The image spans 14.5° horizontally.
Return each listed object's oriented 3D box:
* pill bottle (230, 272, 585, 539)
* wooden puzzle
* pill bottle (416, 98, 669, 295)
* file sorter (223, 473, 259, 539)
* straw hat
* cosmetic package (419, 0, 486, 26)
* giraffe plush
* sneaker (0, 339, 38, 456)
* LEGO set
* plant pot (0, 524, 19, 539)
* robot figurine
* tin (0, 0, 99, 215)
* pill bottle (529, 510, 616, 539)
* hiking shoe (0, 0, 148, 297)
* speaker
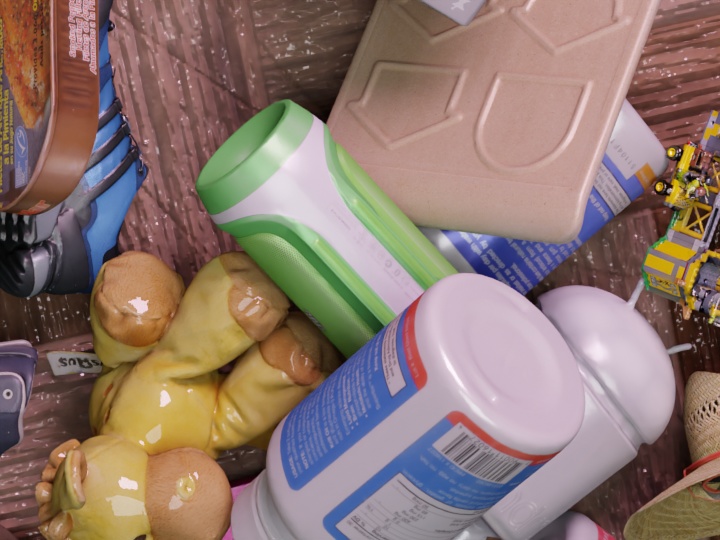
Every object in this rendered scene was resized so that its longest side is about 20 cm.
[{"bbox_3d":[0.019,0.099,1.534,0.112,0.112,0.200,39,126,-14],"label":"pill bottle"},{"bbox_3d":[0.080,-0.113,1.635,0.046,0.185,0.200,40,64,-52],"label":"wooden puzzle"},{"bbox_3d":[0.076,-0.040,1.691,0.200,0.112,0.112,-41,104,2],"label":"pill bottle"},{"bbox_3d":[-0.039,0.235,1.728,0.139,0.125,0.200,-15,104,-5],"label":"file sorter"},{"bbox_3d":[0.239,0.096,1.733,0.201,0.201,0.085,-15,73,-4],"label":"straw hat"},{"bbox_3d":[0.046,-0.238,1.595,0.107,0.200,0.090,28,122,-15],"label":"cosmetic package"},{"bbox_3d":[-0.120,0.101,1.633,0.200,0.162,0.173,-15,129,32],"label":"giraffe plush"},{"bbox_3d":[-0.269,0.035,1.670,0.146,0.077,0.203,-11,113,6],"label":"sneaker"},{"bbox_3d":[0.275,-0.016,1.687,0.200,0.116,0.154,26,89,-45],"label":"LEGO set"},{"bbox_3d":[-0.282,0.245,1.649,0.200,0.175,0.201,1,98,6],"label":"plant pot"},{"bbox_3d":[0.109,0.087,1.723,0.200,0.113,0.170,-39,143,2],"label":"robot figurine"},{"bbox_3d":[-0.192,-0.130,1.618,0.042,0.112,0.200,9,75,-41],"label":"tin"},{"bbox_3d":[0.174,0.248,1.769,0.200,0.109,0.109,38,95,-14],"label":"pill bottle"},{"bbox_3d":[-0.167,-0.081,1.681,0.087,0.074,0.200,5,100,-36],"label":"hiking shoe"},{"bbox_3d":[0.000,0.000,1.594,0.088,0.088,0.200,-42,106,3],"label":"speaker"}]
